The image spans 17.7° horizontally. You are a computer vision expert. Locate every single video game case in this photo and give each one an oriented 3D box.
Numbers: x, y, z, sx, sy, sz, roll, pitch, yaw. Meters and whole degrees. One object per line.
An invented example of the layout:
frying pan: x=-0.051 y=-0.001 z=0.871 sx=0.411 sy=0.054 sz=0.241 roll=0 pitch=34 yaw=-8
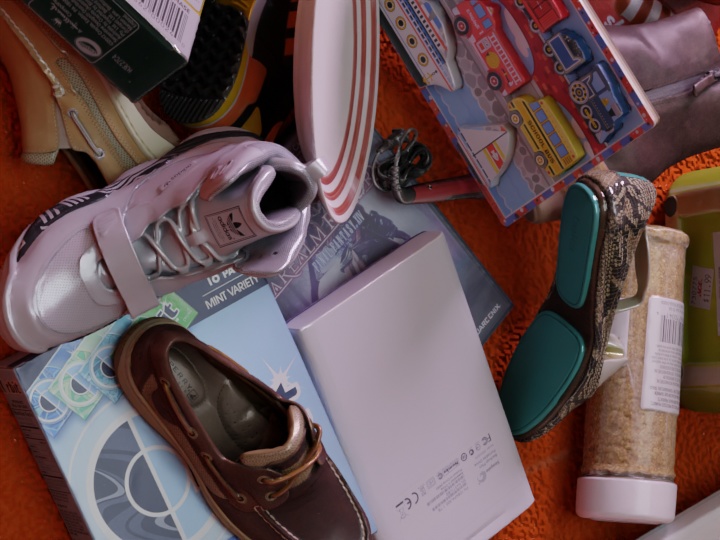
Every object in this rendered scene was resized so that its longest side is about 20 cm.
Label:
video game case: x=0.000 y=0.000 z=1.487 sx=0.200 sy=0.019 sz=0.143 roll=51 pitch=62 yaw=-21

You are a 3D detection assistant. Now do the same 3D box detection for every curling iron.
curling iron: x=0.086 y=-0.068 z=1.530 sx=0.200 sy=0.026 sz=0.050 roll=-1 pitch=89 yaw=-41

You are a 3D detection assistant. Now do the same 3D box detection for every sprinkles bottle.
sprinkles bottle: x=0.187 y=0.071 z=1.577 sx=0.068 sy=0.068 sz=0.201 roll=9 pitch=81 yaw=-33

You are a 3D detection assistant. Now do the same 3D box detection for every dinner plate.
dinner plate: x=-0.016 y=-0.129 z=1.396 sx=0.024 sy=0.200 sz=0.201 roll=3 pitch=83 yaw=9

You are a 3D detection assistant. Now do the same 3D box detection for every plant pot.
plant pot: x=0.325 y=0.011 z=1.604 sx=0.181 sy=0.199 sz=0.201 roll=1 pitch=86 yaw=-28

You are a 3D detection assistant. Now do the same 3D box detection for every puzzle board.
puzzle board: x=0.083 y=-0.142 z=1.441 sx=0.017 sy=0.151 sz=0.200 roll=-27 pitch=84 yaw=-44

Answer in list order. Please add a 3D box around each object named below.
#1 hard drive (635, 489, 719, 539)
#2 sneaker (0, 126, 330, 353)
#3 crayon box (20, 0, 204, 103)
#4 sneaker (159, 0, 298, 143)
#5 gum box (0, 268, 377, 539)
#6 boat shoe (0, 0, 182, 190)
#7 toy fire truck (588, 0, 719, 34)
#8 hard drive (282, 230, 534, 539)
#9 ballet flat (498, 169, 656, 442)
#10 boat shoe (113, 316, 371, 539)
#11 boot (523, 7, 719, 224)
hard drive: x=0.230 y=0.232 z=1.603 sx=0.200 sy=0.026 sz=0.132 roll=-24 pitch=115 yaw=-33
sneaker: x=-0.109 y=-0.018 z=1.295 sx=0.200 sy=0.115 sz=0.075 roll=-35 pitch=111 yaw=-26
crayon box: x=-0.143 y=-0.204 z=1.347 sx=0.127 sy=0.051 sz=0.200 roll=43 pitch=32 yaw=-23
sneaker: x=-0.055 y=-0.155 z=1.441 sx=0.090 sy=0.070 sz=0.200 roll=49 pitch=56 yaw=-46
gum box: x=-0.103 y=0.108 z=1.385 sx=0.170 sy=0.045 sz=0.200 roll=-29 pitch=103 yaw=-26
boat shoe: x=-0.171 y=-0.091 z=1.350 sx=0.076 sy=0.072 sz=0.200 roll=-47 pitch=112 yaw=-15
toy fire truck: x=0.167 y=-0.199 z=1.569 sx=0.200 sy=0.112 sz=0.168 roll=33 pitch=88 yaw=-27
hard drive: x=0.033 y=0.094 z=1.473 sx=0.132 sy=0.025 sz=0.200 roll=-34 pitch=114 yaw=-34
ballet flat: x=0.152 y=0.026 z=1.513 sx=0.075 sy=0.068 sz=0.201 roll=-1 pitch=120 yaw=-32
boat shoe: x=-0.058 y=0.106 z=1.342 sx=0.072 sy=0.072 sz=0.200 roll=-47 pitch=110 yaw=-21
boot: x=0.151 y=-0.143 z=1.520 sx=0.166 sy=0.072 sz=0.201 roll=-25 pitch=103 yaw=-18
